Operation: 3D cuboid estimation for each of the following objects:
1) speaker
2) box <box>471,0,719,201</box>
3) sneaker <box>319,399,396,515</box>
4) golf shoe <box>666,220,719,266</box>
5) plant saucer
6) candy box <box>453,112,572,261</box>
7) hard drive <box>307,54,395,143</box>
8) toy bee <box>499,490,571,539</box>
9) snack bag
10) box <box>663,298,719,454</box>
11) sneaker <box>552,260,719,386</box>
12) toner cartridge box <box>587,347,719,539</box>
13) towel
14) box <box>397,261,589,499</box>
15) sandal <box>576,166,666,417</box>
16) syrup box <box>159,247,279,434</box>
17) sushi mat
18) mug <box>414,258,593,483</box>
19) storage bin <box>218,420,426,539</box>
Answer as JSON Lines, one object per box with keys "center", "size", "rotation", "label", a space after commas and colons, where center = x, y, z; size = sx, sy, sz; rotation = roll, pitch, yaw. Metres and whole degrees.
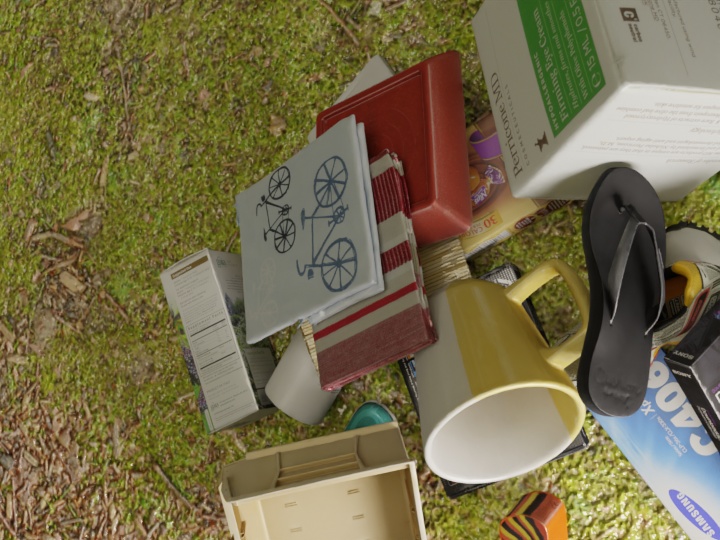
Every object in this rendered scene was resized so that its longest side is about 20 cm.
{"center": [-0.029, 0.071, 0.880], "size": [0.080, 0.081, 0.203], "rotation": [33, 100, 21], "label": "speaker"}
{"center": [0.232, -0.188, 0.684], "size": [0.195, 0.172, 0.204], "rotation": [-1, 67, -20], "label": "box"}
{"center": [-0.019, 0.241, 0.864], "size": [0.077, 0.079, 0.203], "rotation": [30, 97, 21], "label": "sneaker"}
{"center": [0.327, 0.049, 0.718], "size": [0.203, 0.093, 0.078], "rotation": [64, 150, 16], "label": "golf shoe"}
{"center": [0.020, -0.115, 0.818], "size": [0.197, 0.036, 0.205], "rotation": [-17, 65, 38], "label": "plant saucer"}
{"center": [0.166, -0.111, 0.825], "size": [0.197, 0.056, 0.119], "rotation": [-30, 73, 19], "label": "candy box"}
{"center": [0.022, -0.129, 0.863], "size": [0.132, 0.025, 0.202], "rotation": [-45, 52, 21], "label": "hard drive"}
{"center": [0.165, 0.307, 0.769], "size": [0.107, 0.129, 0.206], "rotation": [3, 98, 46], "label": "toy bee"}
{"center": [-0.060, -0.033, 0.803], "size": [0.198, 0.021, 0.193], "rotation": [-27, 60, 36], "label": "snack bag"}
{"center": [0.354, 0.102, 0.658], "size": [0.143, 0.036, 0.201], "rotation": [-41, 108, -12], "label": "box"}
{"center": [0.243, 0.047, 0.712], "size": [0.200, 0.081, 0.079], "rotation": [-42, 45, 37], "label": "sneaker"}
{"center": [0.305, 0.163, 0.754], "size": [0.095, 0.043, 0.201], "rotation": [-42, 72, 15], "label": "toner cartridge box"}
{"center": [0.000, 0.000, 0.765], "size": [0.142, 0.022, 0.205], "rotation": [-28, 61, 35], "label": "towel"}
{"center": [0.131, 0.117, 0.829], "size": [0.157, 0.044, 0.204], "rotation": [-25, 77, 20], "label": "box"}
{"center": [0.220, 0.015, 0.628], "size": [0.074, 0.043, 0.206], "rotation": [8, 80, -16], "label": "sandal"}
{"center": [-0.164, 0.082, 0.937], "size": [0.080, 0.078, 0.204], "rotation": [-25, 77, 19], "label": "syrup box"}
{"center": [0.028, 0.042, 0.822], "size": [0.196, 0.012, 0.098], "rotation": [-23, 92, 9], "label": "sushi mat"}
{"center": [0.131, 0.086, 0.729], "size": [0.182, 0.151, 0.155], "rotation": [-20, 45, 6], "label": "mug"}
{"center": [-0.030, 0.281, 0.789], "size": [0.193, 0.094, 0.205], "rotation": [-11, 106, -2], "label": "storage bin"}
